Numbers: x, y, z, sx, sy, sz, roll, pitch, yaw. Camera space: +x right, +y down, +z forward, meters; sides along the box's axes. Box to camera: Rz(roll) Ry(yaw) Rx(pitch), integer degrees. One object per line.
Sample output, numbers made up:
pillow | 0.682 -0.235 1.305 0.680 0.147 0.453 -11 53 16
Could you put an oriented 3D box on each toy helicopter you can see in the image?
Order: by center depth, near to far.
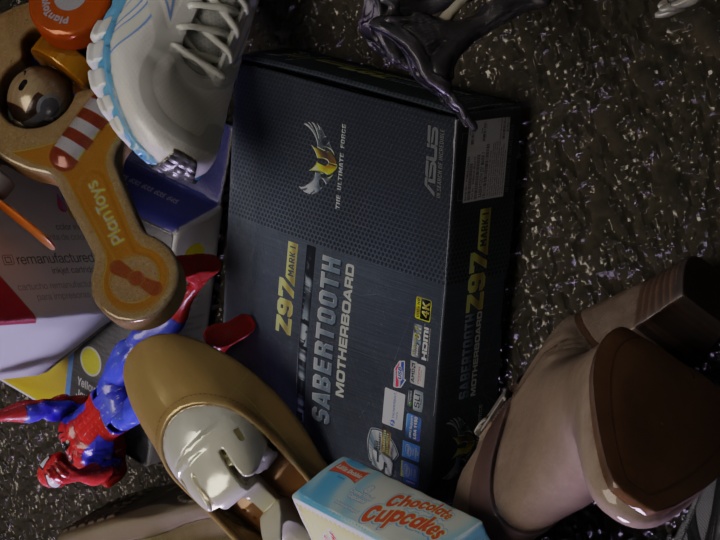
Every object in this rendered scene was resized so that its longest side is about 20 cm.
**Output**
toy helicopter | -0.152 -0.052 1.032 0.132 0.079 0.201 -27 65 -2

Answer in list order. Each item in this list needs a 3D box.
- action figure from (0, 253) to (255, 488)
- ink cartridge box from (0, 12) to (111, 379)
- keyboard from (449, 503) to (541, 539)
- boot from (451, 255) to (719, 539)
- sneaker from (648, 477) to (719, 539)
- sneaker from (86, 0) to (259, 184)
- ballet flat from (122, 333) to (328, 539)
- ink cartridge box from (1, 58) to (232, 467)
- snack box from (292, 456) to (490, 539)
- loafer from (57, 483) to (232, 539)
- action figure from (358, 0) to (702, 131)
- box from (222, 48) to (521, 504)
action figure | -0.146 0.072 1.075 0.065 0.099 0.200 60 138 18
ink cartridge box | -0.238 -0.043 1.099 0.083 0.145 0.201 -35 71 35
keyboard | 0.086 0.202 0.998 0.200 0.021 0.128 40 124 31
boot | 0.092 0.079 0.856 0.070 0.200 0.146 42 124 -4
sneaker | 0.140 0.126 0.889 0.113 0.075 0.201 18 112 37
sneaker | -0.081 -0.135 0.998 0.086 0.075 0.201 -30 46 31
ballet flat | -0.044 0.112 0.993 0.200 0.063 0.069 45 108 -6
ink cartridge box | -0.165 -0.015 1.165 0.197 0.047 0.201 25 118 37
snack box | 0.046 0.188 0.931 0.116 0.037 0.201 18 136 56
loafer | -0.079 0.147 1.104 0.199 0.076 0.068 -17 100 40
action figure | 0.089 -0.154 0.859 0.200 0.102 0.119 -45 30 -1
box | 0.000 0.000 1.007 0.157 0.051 0.201 20 112 42
